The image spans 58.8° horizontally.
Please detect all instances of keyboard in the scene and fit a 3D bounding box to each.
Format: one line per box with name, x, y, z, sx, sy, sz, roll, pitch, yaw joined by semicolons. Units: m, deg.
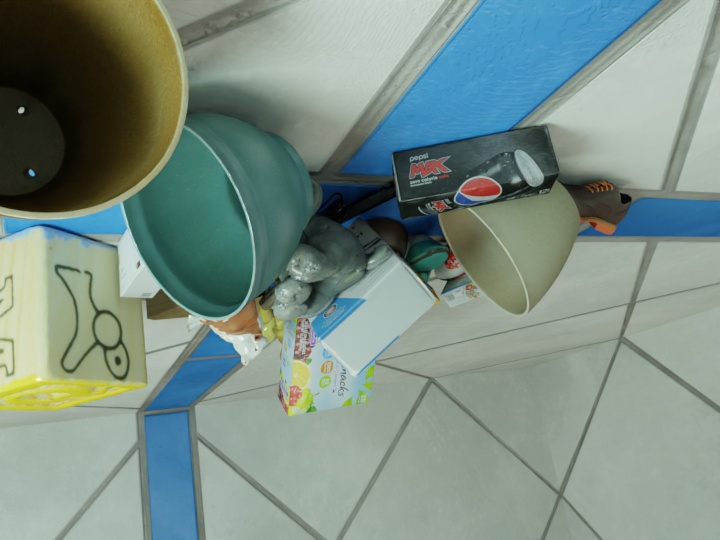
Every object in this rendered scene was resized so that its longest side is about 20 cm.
keyboard;-0.027;-0.088;0.905;0.198;0.040;0.104;-24;-178;36

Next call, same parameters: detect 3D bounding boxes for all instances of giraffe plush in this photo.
giraffe plush;-0.128;0.083;1.194;0.199;0.175;0.161;-32;146;34

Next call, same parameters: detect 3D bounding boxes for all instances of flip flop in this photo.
flip flop;-0.079;0.020;1.088;0.199;0.058;0.081;-31;169;-22

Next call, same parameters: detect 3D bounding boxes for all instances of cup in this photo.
cup;0.224;-0.057;0.908;0.142;0.201;0.201;-34;166;-10

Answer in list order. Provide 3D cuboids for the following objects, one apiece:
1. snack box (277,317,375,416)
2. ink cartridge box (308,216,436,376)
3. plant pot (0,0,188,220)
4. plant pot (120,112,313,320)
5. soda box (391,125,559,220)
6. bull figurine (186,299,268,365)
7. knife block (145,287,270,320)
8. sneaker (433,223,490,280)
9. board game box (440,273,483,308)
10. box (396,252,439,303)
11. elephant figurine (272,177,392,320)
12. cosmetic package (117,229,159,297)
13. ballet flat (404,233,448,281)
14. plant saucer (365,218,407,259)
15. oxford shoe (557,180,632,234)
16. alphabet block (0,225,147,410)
snack box;-0.056;0.150;1.153;0.166;0.203;0.068;-3;-153;-26
ink cartridge box;-0.004;0.028;0.879;0.146;0.200;0.086;-43;117;2
plant pot;-0.245;-0.115;0.457;0.184;0.190;0.199;2;173;-35
plant pot;-0.132;-0.069;0.655;0.199;0.202;0.134;-26;-177;44
soda box;0.141;-0.121;0.802;0.197;0.072;0.063;-11;163;2
bull figurine;-0.205;0.045;0.967;0.119;0.204;0.065;-5;-169;-14
knife block;-0.253;0.021;1.054;0.197;0.065;0.176;-4;161;-19
sneaker;0.167;-0.045;1.081;0.107;0.068;0.201;6;154;-39
board game box;0.245;-0.016;1.128;0.199;0.034;0.135;-25;-158;41
box;0.022;0.073;1.064;0.199;0.042;0.119;-41;131;10
elephant figurine;-0.093;-0.051;0.803;0.154;0.201;0.142;4;134;-52
cosmetic package;-0.272;-0.033;0.835;0.050;0.084;0.199;4;158;-32
ballet flat;0.100;-0.022;1.104;0.066;0.071;0.200;-8;160;-11
plant saucer;0.000;0.000;1.043;0.198;0.037;0.201;-24;150;-15
oxford shoe;0.351;-0.116;0.989;0.198;0.072;0.073;10;126;-43
alphabet block;-0.436;0.078;0.891;0.194;0.203;0.195;-16;162;22
